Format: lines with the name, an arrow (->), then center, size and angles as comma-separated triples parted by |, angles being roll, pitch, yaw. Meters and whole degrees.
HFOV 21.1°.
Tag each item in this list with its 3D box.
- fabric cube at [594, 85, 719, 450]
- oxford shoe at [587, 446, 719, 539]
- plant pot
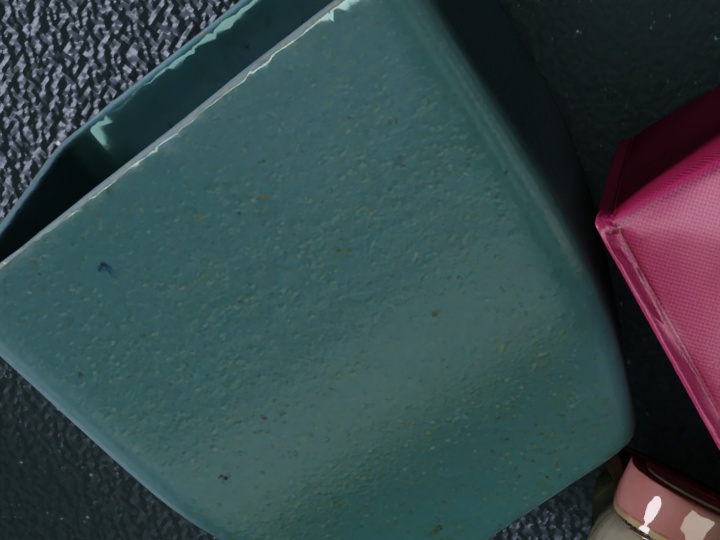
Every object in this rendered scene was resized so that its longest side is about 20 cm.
fabric cube -> 0.219, 0.004, 0.682 | 0.198, 0.196, 0.201 | -29, 96, 14
oxford shoe -> 0.108, 0.111, 0.721 | 0.070, 0.200, 0.075 | 25, 90, 13
plant pot -> 0.000, 0.000, 0.730 | 0.196, 0.196, 0.201 | -35, 105, 15
